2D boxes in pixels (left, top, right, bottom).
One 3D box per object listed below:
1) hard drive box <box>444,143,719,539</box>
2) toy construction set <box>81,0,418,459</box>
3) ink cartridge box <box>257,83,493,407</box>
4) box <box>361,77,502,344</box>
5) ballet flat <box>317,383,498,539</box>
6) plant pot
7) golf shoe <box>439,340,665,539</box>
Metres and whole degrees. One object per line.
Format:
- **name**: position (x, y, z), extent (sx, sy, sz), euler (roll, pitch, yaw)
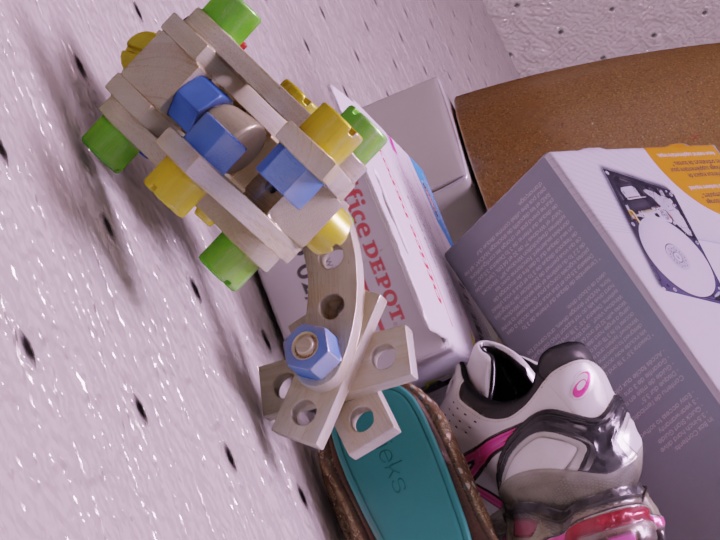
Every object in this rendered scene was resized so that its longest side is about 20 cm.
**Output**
- **hard drive box**: position (0.154, 0.044, 1.085), extent (0.156, 0.077, 0.200), euler (-7, 58, -54)
- **toy construction set**: position (-0.028, -0.022, 0.861), extent (0.131, 0.092, 0.200), euler (43, -14, 32)
- **ink cartridge box**: position (0.000, 0.000, 1.062), extent (0.200, 0.068, 0.115), euler (36, 31, -75)
- **box**: position (0.051, 0.000, 1.356), extent (0.095, 0.078, 0.200), euler (-104, 168, -46)
- **ballet flat**: position (0.038, 0.136, 0.943), extent (0.065, 0.070, 0.200), euler (69, 4, -64)
- **plant pot**: position (0.178, -0.045, 1.324), extent (0.186, 0.200, 0.187), euler (-21, 90, -81)
- **golf shoe**: position (0.063, 0.073, 1.014), extent (0.200, 0.072, 0.092), euler (165, -87, -67)
